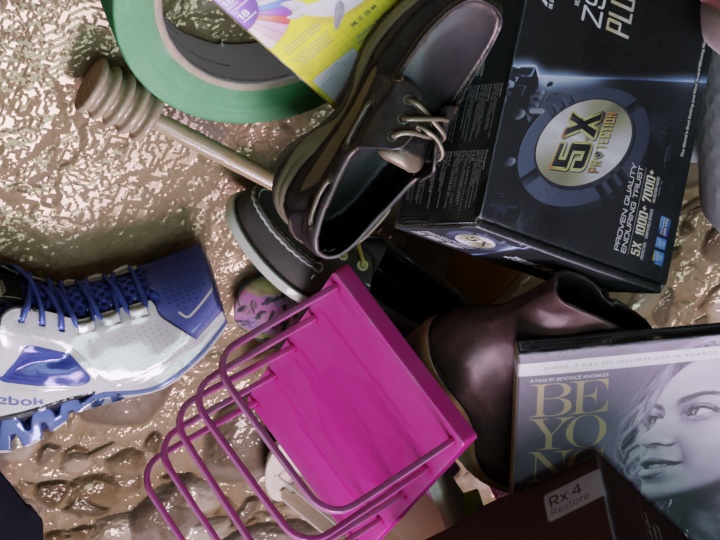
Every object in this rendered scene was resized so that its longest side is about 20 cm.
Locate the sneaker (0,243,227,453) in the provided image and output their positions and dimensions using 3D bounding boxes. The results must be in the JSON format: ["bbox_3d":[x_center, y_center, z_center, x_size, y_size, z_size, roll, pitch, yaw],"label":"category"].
[{"bbox_3d":[-0.193,0.036,1.477,0.199,0.081,0.115,-28,135,3],"label":"sneaker"}]

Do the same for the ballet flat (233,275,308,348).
[{"bbox_3d":[0.009,0.045,1.578,0.200,0.071,0.069,11,122,-29],"label":"ballet flat"}]

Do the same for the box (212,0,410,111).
[{"bbox_3d":[-0.028,-0.185,1.323,0.117,0.048,0.200,-39,135,12],"label":"box"}]

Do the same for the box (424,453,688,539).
[{"bbox_3d":[0.150,0.261,1.475,0.166,0.164,0.200,-29,133,21],"label":"box"}]

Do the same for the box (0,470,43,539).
[{"bbox_3d":[-0.340,0.179,1.477,0.200,0.118,0.197,-18,134,12],"label":"box"}]

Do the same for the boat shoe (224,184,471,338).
[{"bbox_3d":[0.000,0.000,1.508,0.201,0.072,0.061,37,131,-21],"label":"boat shoe"}]

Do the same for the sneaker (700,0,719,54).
[{"bbox_3d":[0.275,-0.174,1.364,0.075,0.200,0.105,-2,93,-30],"label":"sneaker"}]

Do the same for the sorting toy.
[{"bbox_3d":[0.021,0.142,1.583,0.107,0.200,0.180,-43,147,-17],"label":"sorting toy"}]

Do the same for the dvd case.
[{"bbox_3d":[0.172,0.115,1.464,0.148,0.016,0.200,-5,132,-4],"label":"dvd case"}]

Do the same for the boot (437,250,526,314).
[{"bbox_3d":[0.069,-0.064,1.523,0.144,0.071,0.201,27,109,-31],"label":"boot"}]

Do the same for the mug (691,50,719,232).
[{"bbox_3d":[0.275,-0.123,1.518,0.199,0.148,0.176,2,124,14],"label":"mug"}]

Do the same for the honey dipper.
[{"bbox_3d":[-0.087,-0.074,1.430,0.200,0.038,0.038,27,115,-22],"label":"honey dipper"}]

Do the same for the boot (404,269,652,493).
[{"bbox_3d":[0.128,0.079,1.477,0.166,0.072,0.200,-25,137,36],"label":"boot"}]

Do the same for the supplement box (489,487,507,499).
[{"bbox_3d":[0.164,0.152,1.644,0.085,0.200,0.111,6,125,-26],"label":"supplement box"}]

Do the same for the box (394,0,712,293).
[{"bbox_3d":[0.128,-0.101,1.425,0.164,0.086,0.200,19,79,-35],"label":"box"}]

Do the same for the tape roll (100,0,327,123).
[{"bbox_3d":[-0.060,-0.185,1.373,0.200,0.048,0.201,-12,131,-14],"label":"tape roll"}]

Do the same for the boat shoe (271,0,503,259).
[{"bbox_3d":[0.026,-0.085,1.351,0.074,0.073,0.200,17,121,-36],"label":"boat shoe"}]

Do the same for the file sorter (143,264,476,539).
[{"bbox_3d":[-0.044,0.120,1.469,0.125,0.139,0.200,-30,166,-31],"label":"file sorter"}]
